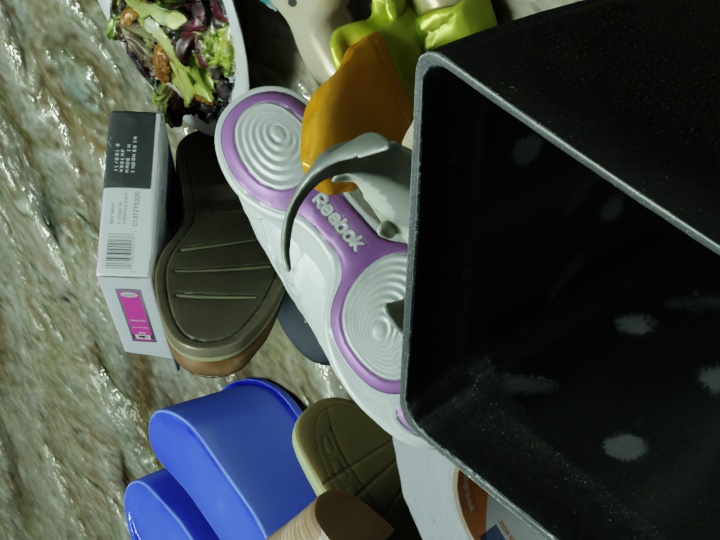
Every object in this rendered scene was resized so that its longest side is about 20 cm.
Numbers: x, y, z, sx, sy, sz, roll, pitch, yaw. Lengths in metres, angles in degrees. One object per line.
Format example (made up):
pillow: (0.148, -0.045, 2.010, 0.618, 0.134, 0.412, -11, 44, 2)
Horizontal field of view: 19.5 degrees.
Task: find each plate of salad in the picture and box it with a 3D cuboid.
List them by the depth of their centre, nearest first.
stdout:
plate of salad: (-0.124, -0.160, 1.149, 0.200, 0.048, 0.201, 47, 153, 32)

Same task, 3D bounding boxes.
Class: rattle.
rattle: (-0.040, -0.110, 1.012, 0.199, 0.143, 0.131, 34, 158, 25)

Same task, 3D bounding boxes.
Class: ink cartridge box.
ink cartridge box: (-0.123, -0.012, 1.211, 0.200, 0.037, 0.096, 85, -173, -73)

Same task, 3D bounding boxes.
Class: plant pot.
plant pot: (0.146, 0.001, 0.800, 0.200, 0.177, 0.201, 36, 143, 30)

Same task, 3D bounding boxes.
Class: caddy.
caddy: (-0.061, 0.162, 1.322, 0.200, 0.104, 0.142, 51, 135, 33)

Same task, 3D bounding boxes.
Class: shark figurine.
shark figurine: (0.045, -0.024, 0.915, 0.089, 0.129, 0.215, -20, 138, 24)

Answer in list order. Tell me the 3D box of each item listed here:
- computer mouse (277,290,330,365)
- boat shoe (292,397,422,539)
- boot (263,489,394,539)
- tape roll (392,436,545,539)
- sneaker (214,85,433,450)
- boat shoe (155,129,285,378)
computer mouse: (-0.018, -0.014, 1.153, 0.141, 0.046, 0.200, 60, 150, -5)
boat shoe: (0.028, 0.164, 1.230, 0.201, 0.073, 0.063, 45, 144, 6)
boot: (0.004, 0.234, 1.179, 0.200, 0.077, 0.156, 41, 129, 3)
tape roll: (0.107, 0.120, 1.078, 0.200, 0.066, 0.201, 35, 143, 32)
sneaker: (0.000, 0.000, 1.054, 0.201, 0.074, 0.100, 60, 177, 14)
boat shoe: (-0.072, 0.002, 1.148, 0.201, 0.071, 0.068, -88, -2, -54)
